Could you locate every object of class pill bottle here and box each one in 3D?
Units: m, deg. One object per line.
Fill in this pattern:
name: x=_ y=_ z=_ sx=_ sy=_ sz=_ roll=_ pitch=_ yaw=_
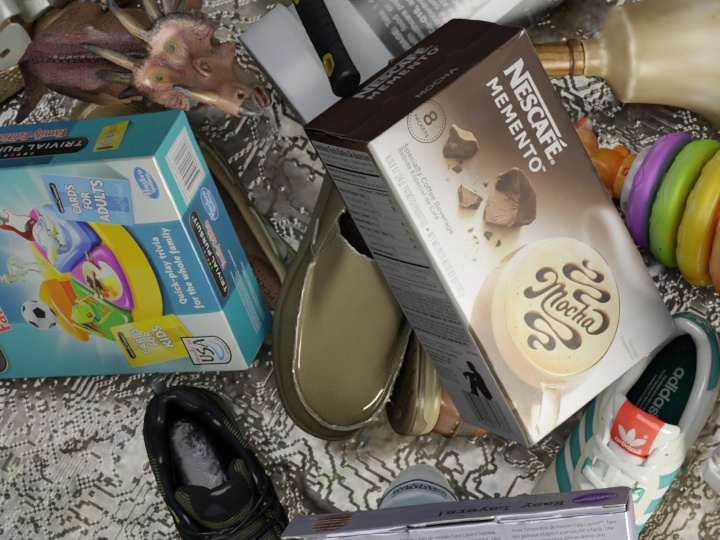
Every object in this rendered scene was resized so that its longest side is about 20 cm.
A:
pill bottle: x=0.034 y=-0.162 z=1.585 sx=0.200 sy=0.114 sz=0.114 roll=-39 pitch=76 yaw=-1

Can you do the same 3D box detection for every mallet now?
mallet: x=-0.036 y=-0.178 z=1.500 sx=0.066 sy=0.041 sz=0.200 roll=-63 pitch=39 yaw=30

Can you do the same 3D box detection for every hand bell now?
hand bell: x=0.114 y=-0.119 z=1.541 sx=0.199 sy=0.104 sz=0.104 roll=-7 pitch=77 yaw=-11

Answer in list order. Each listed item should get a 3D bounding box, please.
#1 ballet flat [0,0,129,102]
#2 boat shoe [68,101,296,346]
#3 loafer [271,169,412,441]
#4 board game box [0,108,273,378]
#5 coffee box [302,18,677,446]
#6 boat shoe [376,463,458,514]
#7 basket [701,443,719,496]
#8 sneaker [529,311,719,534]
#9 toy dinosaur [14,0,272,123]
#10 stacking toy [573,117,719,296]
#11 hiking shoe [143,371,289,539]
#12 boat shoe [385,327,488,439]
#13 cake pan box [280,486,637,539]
ballet flat: x=-0.193 y=-0.166 z=1.646 sx=0.200 sy=0.065 sz=0.071 roll=-38 pitch=76 yaw=0
boat shoe: x=-0.100 y=-0.039 z=1.607 sx=0.200 sy=0.063 sz=0.073 roll=42 pitch=88 yaw=15
loafer: x=0.000 y=0.000 z=1.525 sx=0.076 sy=0.067 sz=0.201 roll=9 pitch=96 yaw=-15
board game box: x=-0.168 y=-0.010 z=1.542 sx=0.199 sy=0.151 sz=0.047 roll=-4 pitch=37 yaw=27
coffee box: x=0.071 y=-0.022 z=1.470 sx=0.113 sy=0.080 sz=0.200 roll=-36 pitch=112 yaw=-19
boat shoe: x=0.029 y=0.203 z=1.535 sx=0.074 sy=0.086 sz=0.203 roll=0 pitch=107 yaw=4
basket: x=0.303 y=0.071 z=1.464 sx=0.136 sy=0.123 sz=0.200 roll=43 pitch=68 yaw=14
sneaker: x=0.141 y=0.107 z=1.524 sx=0.070 sy=0.093 sz=0.200 roll=31 pitch=84 yaw=13
toy dinosaur: x=-0.136 y=-0.122 z=1.535 sx=0.199 sy=0.136 sz=0.086 roll=-9 pitch=103 yaw=26
stacking toy: x=0.190 y=-0.038 z=1.553 sx=0.200 sy=0.110 sz=0.116 roll=22 pitch=93 yaw=24
hiking shoe: x=-0.073 y=0.152 z=1.544 sx=0.076 sy=0.101 sz=0.200 roll=-34 pitch=76 yaw=1
boat shoe: x=0.060 y=0.000 z=1.577 sx=0.067 sy=0.072 sz=0.201 roll=8 pitch=81 yaw=-16
cake pan box: x=0.065 y=0.215 z=1.453 sx=0.199 sy=0.052 sz=0.185 roll=-7 pitch=102 yaw=10
